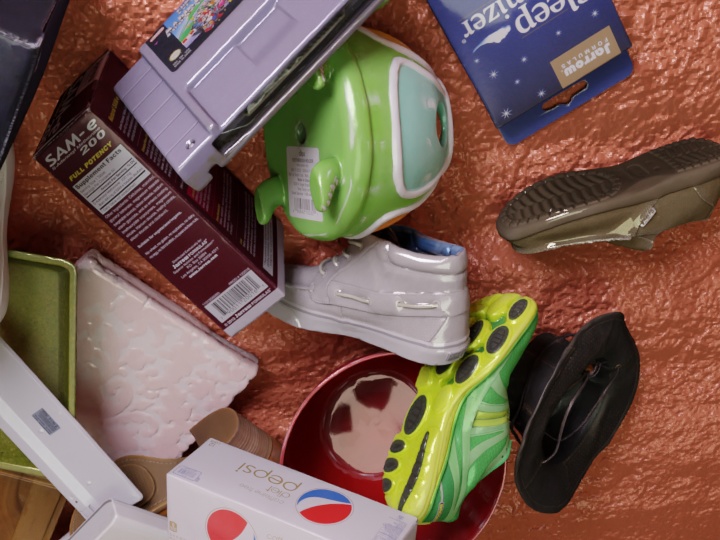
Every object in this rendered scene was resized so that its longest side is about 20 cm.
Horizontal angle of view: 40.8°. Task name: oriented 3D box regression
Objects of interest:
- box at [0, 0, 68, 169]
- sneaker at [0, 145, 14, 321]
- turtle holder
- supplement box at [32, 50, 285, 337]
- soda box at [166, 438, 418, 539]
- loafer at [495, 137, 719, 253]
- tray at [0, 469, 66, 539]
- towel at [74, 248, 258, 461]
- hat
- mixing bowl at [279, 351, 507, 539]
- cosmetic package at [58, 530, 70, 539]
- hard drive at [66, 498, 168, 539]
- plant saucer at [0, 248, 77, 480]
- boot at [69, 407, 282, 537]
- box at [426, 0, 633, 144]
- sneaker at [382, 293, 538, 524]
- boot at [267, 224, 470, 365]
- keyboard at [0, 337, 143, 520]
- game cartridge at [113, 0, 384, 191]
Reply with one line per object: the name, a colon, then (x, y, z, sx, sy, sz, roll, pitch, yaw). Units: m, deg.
box: (-0.289, -0.165, 0.587, 0.197, 0.198, 0.118, 22, 118, -19)
sneaker: (-0.293, -0.053, 0.665, 0.072, 0.116, 0.205, -6, 92, 5)
turtle holder: (-0.008, -0.118, 0.701, 0.130, 0.189, 0.141, -8, 162, -31)
supplement box: (-0.142, -0.056, 0.725, 0.060, 0.110, 0.200, -35, 119, 16)
soda box: (-0.058, 0.205, 0.763, 0.197, 0.064, 0.069, 16, 115, 24)
loafer: (0.210, -0.047, 0.792, 0.196, 0.076, 0.068, -16, 117, 3)
tray: (-0.339, 0.236, 0.908, 0.097, 0.037, 0.202, 18, 126, -17)
towel: (-0.218, 0.099, 0.858, 0.190, 0.032, 0.200, 35, 112, -25)
hat: (0.172, 0.116, 0.876, 0.199, 0.080, 0.204, -29, 131, -39)
mixing bowl: (0.022, 0.154, 0.860, 0.196, 0.108, 0.205, -2, 103, -9)
cosmetic package: (-0.234, 0.345, 0.947, 0.107, 0.084, 0.202, -38, 130, -18)
hard drive: (-0.185, 0.277, 0.854, 0.132, 0.026, 0.199, -45, 135, 9)
plant saucer: (-0.318, 0.059, 0.787, 0.195, 0.048, 0.204, 10, 114, 2)
boot: (-0.151, 0.223, 0.894, 0.198, 0.074, 0.155, -29, 135, 6)
box: (0.122, -0.193, 0.718, 0.120, 0.033, 0.201, -30, 121, 11)
sneaker: (0.087, 0.111, 0.781, 0.083, 0.074, 0.203, 27, 92, -39)
boot: (0.000, 0.000, 0.765, 0.197, 0.073, 0.097, 14, 116, 28)
keyboard: (-0.258, 0.125, 0.779, 0.056, 0.011, 0.201, -33, 107, 13)
game cartridge: (-0.070, -0.160, 0.633, 0.200, 0.130, 0.038, -46, 142, 1)
